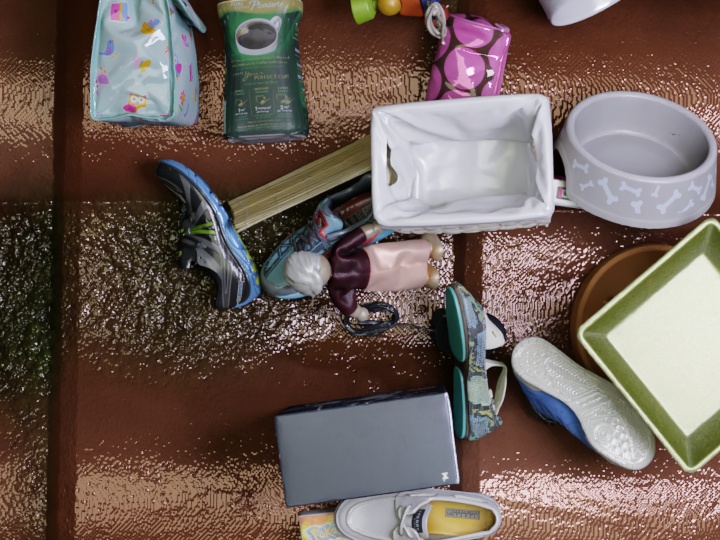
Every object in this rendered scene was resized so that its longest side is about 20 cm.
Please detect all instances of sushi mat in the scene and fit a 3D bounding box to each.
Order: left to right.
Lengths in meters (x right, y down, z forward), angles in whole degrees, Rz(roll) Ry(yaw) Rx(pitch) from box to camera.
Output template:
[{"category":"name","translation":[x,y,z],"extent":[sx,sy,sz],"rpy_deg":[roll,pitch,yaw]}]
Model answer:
[{"category":"sushi mat","translation":[-0.064,-0.104,1.725],"extent":[0.198,0.096,0.012],"rpy_deg":[-25,113,2]}]

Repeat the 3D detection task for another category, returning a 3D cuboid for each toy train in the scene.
[{"category":"toy train","translation":[0.039,-0.313,1.686],"extent":[0.114,0.202,0.085],"rpy_deg":[-11,132,12]}]

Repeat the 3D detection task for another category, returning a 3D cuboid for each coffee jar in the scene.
[{"category":"coffee jar","translation":[-0.116,-0.255,1.729],"extent":[0.103,0.085,0.203],"rpy_deg":[-2,90,5]}]

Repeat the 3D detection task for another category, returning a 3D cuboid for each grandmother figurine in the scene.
[{"category":"grandmother figurine","translation":[0.000,0.000,1.689],"extent":[0.198,0.060,0.123],"rpy_deg":[-2,100,-31]}]

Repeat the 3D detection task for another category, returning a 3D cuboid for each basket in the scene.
[{"category":"basket","translation":[0.117,-0.113,1.615],"extent":[0.197,0.123,0.138],"rpy_deg":[-3,84,10]}]

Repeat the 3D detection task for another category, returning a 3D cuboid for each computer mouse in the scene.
[{"category":"computer mouse","translation":[0.078,0.066,1.749],"extent":[0.197,0.034,0.059],"rpy_deg":[8,115,6]}]

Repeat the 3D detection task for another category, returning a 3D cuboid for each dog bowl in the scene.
[{"category":"dog bowl","translation":[0.317,-0.134,1.663],"extent":[0.197,0.201,0.059],"rpy_deg":[7,131,2]}]

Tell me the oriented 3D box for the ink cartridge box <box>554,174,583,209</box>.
[{"category":"ink cartridge box","translation":[0.255,-0.091,1.709],"extent":[0.197,0.095,0.038],"rpy_deg":[6,98,2]}]

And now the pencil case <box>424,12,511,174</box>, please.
[{"category":"pencil case","translation":[0.126,-0.202,1.722],"extent":[0.093,0.090,0.203],"rpy_deg":[10,91,37]}]

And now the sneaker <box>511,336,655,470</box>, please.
[{"category":"sneaker","translation":[0.260,0.161,1.695],"extent":[0.199,0.111,0.077],"rpy_deg":[37,83,15]}]

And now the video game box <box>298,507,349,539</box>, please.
[{"category":"video game box","translation":[0.033,0.371,1.735],"extent":[0.197,0.047,0.185],"rpy_deg":[-7,86,1]}]

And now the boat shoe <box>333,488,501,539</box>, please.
[{"category":"boat shoe","translation":[0.066,0.287,1.680],"extent":[0.197,0.070,0.072],"rpy_deg":[2,86,2]}]

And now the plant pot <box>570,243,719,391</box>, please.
[{"category":"plant pot","translation":[0.349,0.067,1.683],"extent":[0.197,0.140,0.203],"rpy_deg":[0,88,2]}]

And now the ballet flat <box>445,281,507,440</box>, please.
[{"category":"ballet flat","translation":[0.138,0.102,1.707],"extent":[0.073,0.074,0.203],"rpy_deg":[-4,114,2]}]

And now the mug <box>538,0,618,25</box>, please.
[{"category":"mug","translation":[0.267,-0.409,1.704],"extent":[0.198,0.148,0.177],"rpy_deg":[-22,80,-29]}]

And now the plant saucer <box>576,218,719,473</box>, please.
[{"category":"plant saucer","translation":[0.368,0.082,1.589],"extent":[0.199,0.048,0.200],"rpy_deg":[-40,88,0]}]

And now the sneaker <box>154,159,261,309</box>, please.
[{"category":"sneaker","translation":[-0.193,-0.043,1.735],"extent":[0.082,0.071,0.201],"rpy_deg":[-30,91,-5]}]

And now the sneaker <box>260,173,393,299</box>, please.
[{"category":"sneaker","translation":[-0.044,-0.049,1.712],"extent":[0.199,0.096,0.080],"rpy_deg":[-38,63,-3]}]

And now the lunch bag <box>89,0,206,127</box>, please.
[{"category":"lunch bag","translation":[-0.248,-0.271,1.690],"extent":[0.120,0.170,0.203],"rpy_deg":[1,92,3]}]

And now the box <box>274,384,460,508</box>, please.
[{"category":"box","translation":[0.010,0.198,1.670],"extent":[0.197,0.182,0.106],"rpy_deg":[-8,89,1]}]
